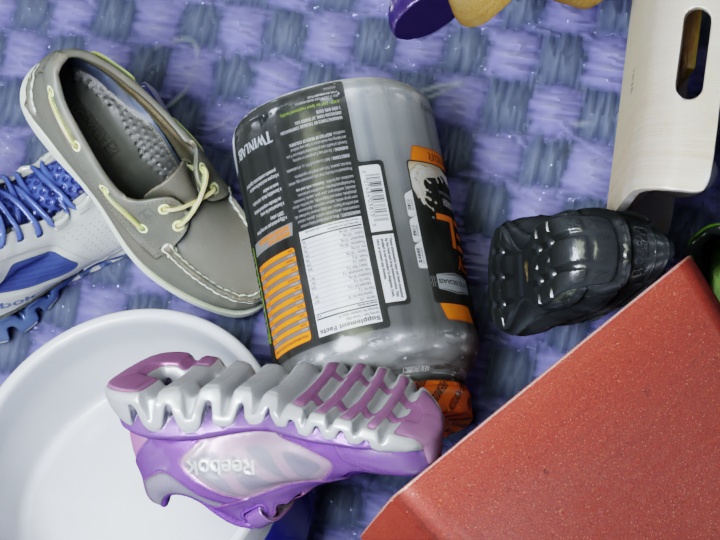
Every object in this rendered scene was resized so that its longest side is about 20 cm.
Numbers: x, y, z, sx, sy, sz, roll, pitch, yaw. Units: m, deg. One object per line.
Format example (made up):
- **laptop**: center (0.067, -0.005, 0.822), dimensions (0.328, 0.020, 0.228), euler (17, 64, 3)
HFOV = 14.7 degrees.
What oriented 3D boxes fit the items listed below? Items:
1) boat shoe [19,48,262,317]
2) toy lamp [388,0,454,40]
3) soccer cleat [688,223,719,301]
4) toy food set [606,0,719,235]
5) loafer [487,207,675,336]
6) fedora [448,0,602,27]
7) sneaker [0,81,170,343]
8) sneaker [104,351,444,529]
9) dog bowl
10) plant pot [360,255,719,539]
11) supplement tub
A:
- **boat shoe**: center (-0.123, -0.052, 1.679), dimensions (0.202, 0.060, 0.072), euler (47, 71, -7)
- **toy lamp**: center (-0.003, -0.237, 1.705), dimensions (0.058, 0.058, 0.201), euler (-36, 69, 15)
- **soccer cleat**: center (0.226, 0.067, 1.532), dimensions (0.067, 0.081, 0.201), euler (-27, 71, 18)
- **toy food set**: center (0.177, -0.100, 1.523), dimensions (0.060, 0.200, 0.145), euler (8, 84, 0)
- **loafer**: center (0.117, 0.001, 1.552), dimensions (0.070, 0.200, 0.069), euler (0, 85, -12)
- **fedora**: center (0.123, -0.214, 1.554), dimensions (0.081, 0.201, 0.202), euler (27, 93, -18)
- **sneaker**: center (-0.199, -0.033, 1.725), dimensions (0.199, 0.115, 0.081), euler (-41, 68, 12)
- **sneaker**: center (-0.044, 0.100, 1.541), dimensions (0.199, 0.080, 0.089), euler (4, 108, 25)
- **dog bowl**: center (-0.130, 0.129, 1.651), dimensions (0.199, 0.079, 0.201), euler (-9, 58, 15)
- **plant pot**: center (0.137, 0.138, 1.486), dimensions (0.199, 0.200, 0.177), euler (-38, 85, -11)
- **supplement tub**: center (0.000, 0.000, 1.625), dimensions (0.122, 0.122, 0.201), euler (-17, 75, 21)
